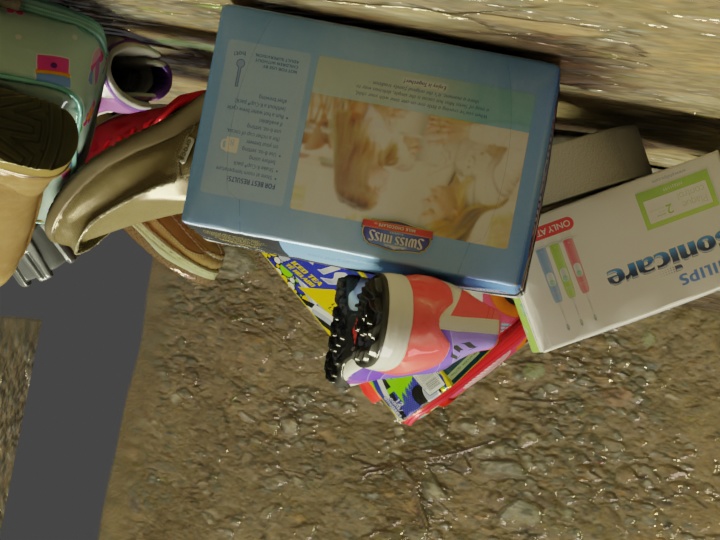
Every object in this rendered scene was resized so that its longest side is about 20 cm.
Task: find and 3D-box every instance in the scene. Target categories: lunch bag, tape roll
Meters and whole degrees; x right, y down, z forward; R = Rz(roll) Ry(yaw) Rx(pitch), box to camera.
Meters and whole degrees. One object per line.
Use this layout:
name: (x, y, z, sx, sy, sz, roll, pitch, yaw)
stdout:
lunch bag: (-0.248, -0.113, 1.674, 0.160, 0.077, 0.200, 16, 152, -3)
lunch bag: (0.070, 0.043, 1.969, 0.082, 0.176, 0.200, 51, -167, 0)
tape roll: (0.091, -0.047, 1.705, 0.202, 0.037, 0.203, -18, 178, -1)

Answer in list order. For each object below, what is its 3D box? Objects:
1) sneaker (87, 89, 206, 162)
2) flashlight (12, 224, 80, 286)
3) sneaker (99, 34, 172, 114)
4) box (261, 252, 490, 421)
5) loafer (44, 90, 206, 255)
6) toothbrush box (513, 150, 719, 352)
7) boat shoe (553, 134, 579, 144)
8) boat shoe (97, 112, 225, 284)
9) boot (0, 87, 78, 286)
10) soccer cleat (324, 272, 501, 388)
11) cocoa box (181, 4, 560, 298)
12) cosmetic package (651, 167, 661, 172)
sneaker: (-0.149, -0.088, 1.809, 0.199, 0.079, 0.115, -24, 173, 15)
flashlight: (-0.264, -0.085, 1.817, 0.068, 0.200, 0.068, -31, -165, 6)
sneaker: (-0.182, -0.125, 1.813, 0.114, 0.073, 0.200, 8, 177, 6)
box: (0.000, 0.000, 1.790, 0.064, 0.200, 0.070, -37, -177, 44)
loafer: (-0.114, -0.064, 1.670, 0.200, 0.068, 0.076, -34, 173, 13)
toothbrush box: (0.168, -0.008, 1.690, 0.145, 0.086, 0.200, -20, 179, 2)
boat shoe: (0.131, -0.067, 1.885, 0.200, 0.070, 0.071, -4, -165, 46)
boat shoe: (-0.160, -0.078, 1.914, 0.200, 0.076, 0.072, 46, -173, 17)
boot: (-0.277, -0.058, 1.636, 0.175, 0.066, 0.200, 22, 152, -13)
soccer cleat: (0.025, 0.036, 1.510, 0.073, 0.068, 0.200, 7, 174, -10)
cocoa box: (0.009, -0.067, 1.521, 0.199, 0.134, 0.131, 11, 177, 5)
cosmetic package: (0.249, -0.029, 1.946, 0.199, 0.083, 0.051, 11, 180, 21)
